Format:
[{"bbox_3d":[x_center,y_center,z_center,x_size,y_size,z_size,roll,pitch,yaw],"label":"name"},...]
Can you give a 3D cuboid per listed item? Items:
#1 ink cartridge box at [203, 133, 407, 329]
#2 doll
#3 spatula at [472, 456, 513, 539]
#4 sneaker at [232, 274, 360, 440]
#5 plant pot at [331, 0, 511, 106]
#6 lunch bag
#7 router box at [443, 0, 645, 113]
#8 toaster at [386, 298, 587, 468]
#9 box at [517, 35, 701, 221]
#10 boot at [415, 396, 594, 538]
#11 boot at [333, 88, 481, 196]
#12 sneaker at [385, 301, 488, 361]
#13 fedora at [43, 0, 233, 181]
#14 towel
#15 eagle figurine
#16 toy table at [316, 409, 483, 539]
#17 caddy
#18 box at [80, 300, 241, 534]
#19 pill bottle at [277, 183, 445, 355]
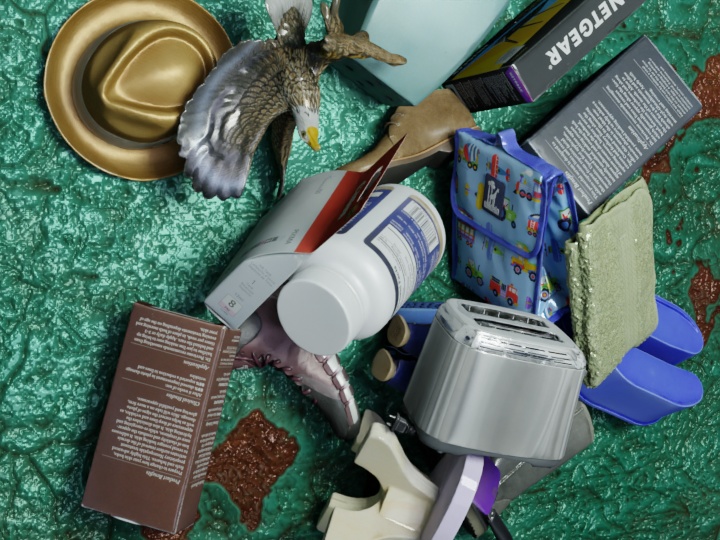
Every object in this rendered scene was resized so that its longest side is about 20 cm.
[{"bbox_3d":[-0.053,-0.051,0.975,0.057,0.200,0.163,38,36,-7],"label":"ink cartridge box"},{"bbox_3d":[0.115,0.109,1.110,0.198,0.048,0.138,22,97,-26],"label":"doll"},{"bbox_3d":[0.148,0.266,1.139,0.201,0.020,0.057,67,39,-48],"label":"spatula"},{"bbox_3d":[-0.083,0.102,1.077,0.114,0.076,0.202,-24,93,-16],"label":"sneaker"},{"bbox_3d":[0.060,-0.282,1.084,0.140,0.141,0.202,32,86,-22],"label":"plant pot"},{"bbox_3d":[0.167,-0.059,1.099,0.093,0.150,0.202,-25,126,-22],"label":"lunch bag"},{"bbox_3d":[0.204,-0.257,1.144,0.200,0.149,0.051,-42,109,-18],"label":"router box"},{"bbox_3d":[0.129,0.110,1.024,0.197,0.114,0.131,12,106,-18],"label":"toaster"},{"bbox_3d":[0.258,-0.145,1.163,0.200,0.148,0.107,-41,92,-17],"label":"box"},{"bbox_3d":[0.173,0.191,1.194,0.199,0.072,0.183,-35,120,-13],"label":"boot"},{"bbox_3d":[0.040,-0.139,1.127,0.198,0.074,0.076,-25,84,-26],"label":"boot"},{"bbox_3d":[0.119,0.079,1.169,0.197,0.070,0.079,2,97,-20],"label":"sneaker"},{"bbox_3d":[-0.202,-0.184,0.993,0.198,0.082,0.204,-1,93,-24],"label":"fedora"},{"bbox_3d":[0.272,0.014,1.096,0.148,0.036,0.203,-35,127,-37],"label":"towel"},{"bbox_3d":[-0.075,-0.163,0.989,0.151,0.199,0.152,37,35,-23],"label":"eagle figurine"},{"bbox_3d":[0.034,0.236,1.069,0.116,0.185,0.202,24,121,-3],"label":"toy table"},{"bbox_3d":[0.323,0.103,1.244,0.198,0.105,0.143,25,59,-24],"label":"caddy"},{"bbox_3d":[-0.191,0.142,1.000,0.099,0.075,0.203,14,85,9],"label":"box"},{"bbox_3d":[0.000,0.000,1.037,0.200,0.110,0.112,-44,112,-50],"label":"pill bottle"}]
